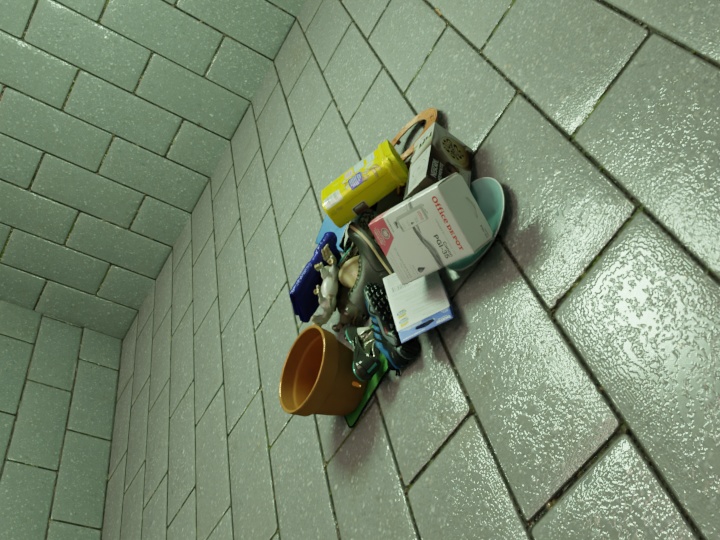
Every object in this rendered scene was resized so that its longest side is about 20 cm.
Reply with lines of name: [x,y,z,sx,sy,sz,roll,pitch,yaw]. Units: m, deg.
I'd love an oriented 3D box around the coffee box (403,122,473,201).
coffee box: [0.166,-0.202,1.525,0.080,0.112,0.201,-44,21,39]

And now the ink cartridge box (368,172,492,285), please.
ink cartridge box: [0.133,-0.078,1.409,0.199,0.148,0.083,-27,5,45]

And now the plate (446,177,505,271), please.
plate: [0.228,-0.091,1.464,0.200,0.025,0.202,-44,34,41]

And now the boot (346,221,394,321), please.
boot: [0.000,0.000,1.637,0.138,0.077,0.200,-43,64,4]

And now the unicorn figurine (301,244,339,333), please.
unicorn figurine: [-0.083,0.052,1.733,0.138,0.073,0.202,73,-143,-70]

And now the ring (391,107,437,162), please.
ring: [0.121,-0.319,1.801,0.200,0.019,0.201,-42,23,22]

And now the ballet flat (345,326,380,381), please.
ballet flat: [0.015,0.169,1.606,0.068,0.068,0.201,-42,26,13]

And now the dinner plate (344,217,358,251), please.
dinner plate: [0.005,-0.139,1.812,0.201,0.024,0.200,-60,-5,-8]

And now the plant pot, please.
plant pot: [-0.077,0.240,1.638,0.200,0.139,0.202,-41,36,40]

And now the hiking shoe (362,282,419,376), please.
hiking shoe: [0.045,0.119,1.540,0.087,0.074,0.201,-54,50,38]

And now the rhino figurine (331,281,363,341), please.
rhino figurine: [-0.037,0.074,1.797,0.088,0.059,0.201,-58,28,31]

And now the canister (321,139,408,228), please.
canister: [0.009,-0.198,1.672,0.199,0.087,0.149,-35,22,12]

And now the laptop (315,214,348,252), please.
laptop: [-0.055,-0.155,1.940,0.200,0.115,0.189,43,-112,-81]

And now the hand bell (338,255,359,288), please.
hand bell: [0.026,0.070,1.677,0.104,0.103,0.201,-52,42,28]

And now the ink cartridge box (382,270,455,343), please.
ink cartridge box: [0.120,0.063,1.478,0.118,0.042,0.201,-27,36,10]

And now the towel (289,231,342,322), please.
towel: [-0.113,0.015,1.806,0.201,0.049,0.148,-60,-23,-26]

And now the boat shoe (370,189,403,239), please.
boat shoe: [0.056,-0.155,1.785,0.063,0.073,0.204,28,100,56]

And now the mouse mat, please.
mouse mat: [0.004,0.236,1.653,0.201,0.007,0.161,-59,27,15]

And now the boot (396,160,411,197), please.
boot: [0.116,-0.181,1.686,0.155,0.076,0.202,5,72,62]

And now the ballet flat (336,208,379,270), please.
ballet flat: [0.004,-0.054,1.743,0.068,0.075,0.201,-37,-22,-52]
